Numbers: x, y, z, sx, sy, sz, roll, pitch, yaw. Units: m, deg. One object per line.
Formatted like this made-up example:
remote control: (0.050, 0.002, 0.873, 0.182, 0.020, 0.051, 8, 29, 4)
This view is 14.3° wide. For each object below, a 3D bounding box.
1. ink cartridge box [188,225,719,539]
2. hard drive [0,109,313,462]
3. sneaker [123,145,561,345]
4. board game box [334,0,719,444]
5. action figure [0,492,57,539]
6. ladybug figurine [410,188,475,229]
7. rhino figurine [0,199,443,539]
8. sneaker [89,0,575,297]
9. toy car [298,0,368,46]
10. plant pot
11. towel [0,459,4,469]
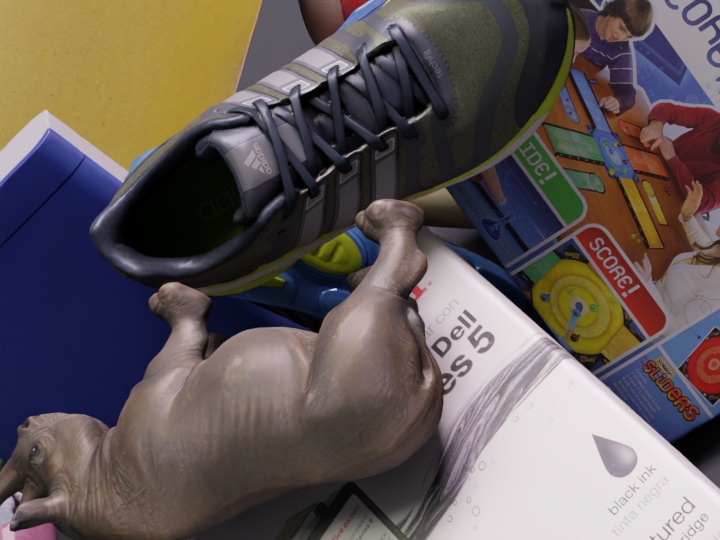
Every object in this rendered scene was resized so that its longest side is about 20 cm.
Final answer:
ink cartridge box: (0.047, 0.103, 1.005, 0.146, 0.084, 0.200, -48, 51, 1)
hard drive: (-0.099, 0.037, 1.196, 0.132, 0.200, 0.025, -43, 31, 17)
sneaker: (-0.001, 0.000, 1.137, 0.071, 0.199, 0.083, -61, 7, 15)
board game box: (0.103, -0.046, 1.049, 0.135, 0.200, 0.034, -32, 11, 24)
action figure: (-0.079, 0.136, 1.131, 0.200, 0.134, 0.149, -45, 15, -22)
ladybug figurine: (0.064, -0.056, 1.168, 0.199, 0.135, 0.072, 4, 97, 48)
rhino figurine: (-0.055, 0.052, 1.003, 0.199, 0.060, 0.088, -23, 52, 22)
sneaker: (-0.011, -0.045, 1.008, 0.200, 0.074, 0.081, -35, -4, 24)
toy car: (0.077, -0.172, 1.296, 0.199, 0.185, 0.178, -2, 48, 14)
plant pot: (-0.163, -0.098, 1.271, 0.200, 0.175, 0.201, -154, 80, -71)
towel: (-0.269, 0.127, 1.469, 0.171, 0.048, 0.201, 14, 66, 55)
